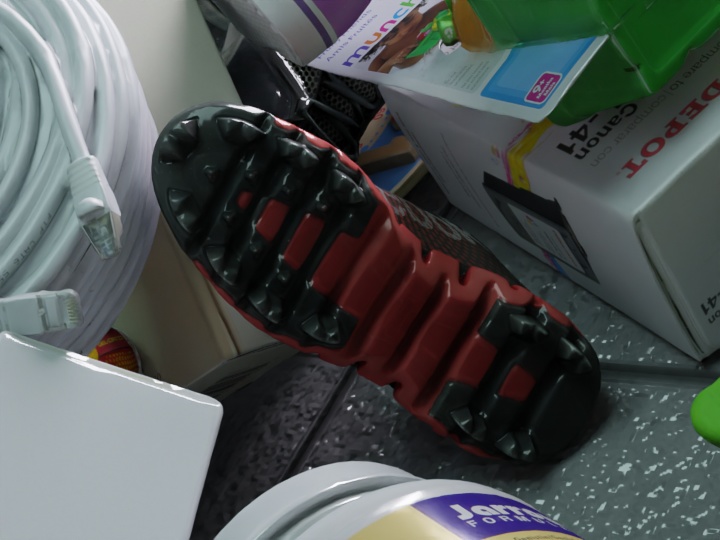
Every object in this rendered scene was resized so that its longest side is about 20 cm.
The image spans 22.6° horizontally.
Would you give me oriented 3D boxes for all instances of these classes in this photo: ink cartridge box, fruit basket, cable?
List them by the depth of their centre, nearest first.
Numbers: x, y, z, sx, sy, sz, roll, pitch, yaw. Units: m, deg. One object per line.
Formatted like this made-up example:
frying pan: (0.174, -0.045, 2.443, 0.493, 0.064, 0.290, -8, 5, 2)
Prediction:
ink cartridge box: (-0.122, 0.144, 0.618, 0.145, 0.083, 0.201, -78, 9, -45)
cable: (-0.171, -0.033, 0.685, 0.198, 0.069, 0.202, -16, 59, 15)
fruit basket: (0.078, -0.140, 0.725, 0.185, 0.094, 0.200, -44, 32, -11)
ink cartridge box: (0.121, -0.071, 0.761, 0.147, 0.086, 0.200, -42, 33, -9)

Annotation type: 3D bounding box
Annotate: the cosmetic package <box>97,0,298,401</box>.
cosmetic package: (-0.099, -0.041, 0.773, 0.073, 0.201, 0.103, -16, -13, -45)

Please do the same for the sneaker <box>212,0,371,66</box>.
sneaker: (-0.023, -0.158, 0.796, 0.114, 0.073, 0.200, -46, 31, -2)

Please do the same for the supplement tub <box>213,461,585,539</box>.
supplement tub: (0.041, 0.147, 0.515, 0.145, 0.146, 0.200, -45, 36, -14)

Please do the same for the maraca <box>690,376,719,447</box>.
maraca: (0.173, 0.056, 0.538, 0.137, 0.107, 0.201, -39, 39, 11)

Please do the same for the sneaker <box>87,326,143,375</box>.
sneaker: (-0.174, 0.089, 0.719, 0.073, 0.077, 0.200, 45, 100, 13)

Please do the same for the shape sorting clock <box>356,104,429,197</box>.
shape sorting clock: (-0.025, -0.070, 0.927, 0.199, 0.039, 0.201, -23, 36, 18)

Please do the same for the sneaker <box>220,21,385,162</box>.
sneaker: (-0.011, -0.089, 0.842, 0.114, 0.076, 0.200, -23, 37, 30)

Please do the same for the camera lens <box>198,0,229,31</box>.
camera lens: (-0.074, -0.231, 1.053, 0.160, 0.160, 0.200, -41, 35, -8)

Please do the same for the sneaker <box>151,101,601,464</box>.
sneaker: (0.000, 0.000, 0.702, 0.071, 0.200, 0.098, -55, 20, 5)
